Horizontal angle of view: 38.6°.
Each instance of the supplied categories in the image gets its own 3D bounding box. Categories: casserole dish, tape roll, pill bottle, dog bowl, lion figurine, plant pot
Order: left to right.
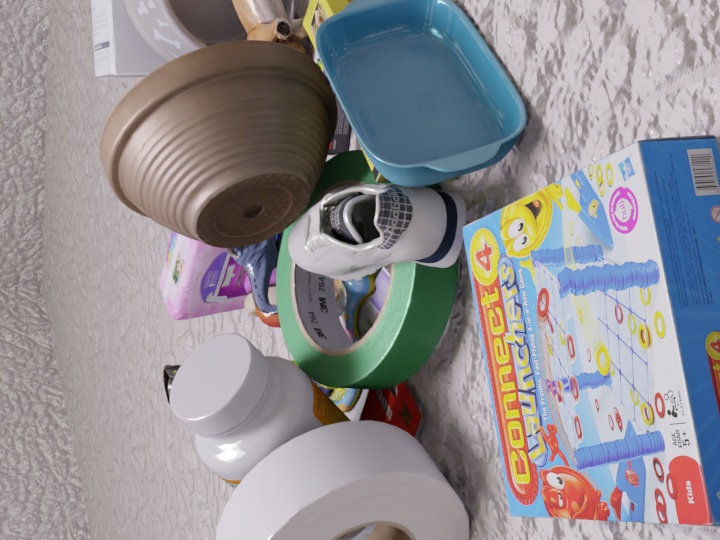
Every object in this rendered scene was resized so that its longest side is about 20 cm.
[{"bbox_3d":[-0.138,-0.299,1.028,0.059,0.199,0.202,17,111,53],"label":"dog bowl"},{"bbox_3d":[-0.103,-0.083,0.838,0.093,0.200,0.201,66,151,27],"label":"plant pot"},{"bbox_3d":[-0.102,-0.257,0.975,0.122,0.072,0.201,-6,103,61],"label":"lion figurine"},{"bbox_3d":[-0.070,0.143,0.873,0.200,0.111,0.111,51,180,-38],"label":"pill bottle"},{"bbox_3d":[-0.013,0.223,0.834,0.071,0.201,0.204,-131,42,-52],"label":"tape roll"},{"bbox_3d":[0.000,0.000,0.877,0.200,0.048,0.202,-12,75,51],"label":"tape roll"},{"bbox_3d":[0.041,-0.131,0.750,0.039,0.120,0.201,85,165,-50],"label":"casserole dish"}]

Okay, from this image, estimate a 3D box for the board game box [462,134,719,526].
[{"bbox_3d":[0.145,0.045,0.612,0.196,0.056,0.201,152,111,-65],"label":"board game box"}]

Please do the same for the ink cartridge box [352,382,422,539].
[{"bbox_3d":[-0.011,0.156,1.004,0.163,0.057,0.201,-119,28,-43],"label":"ink cartridge box"}]

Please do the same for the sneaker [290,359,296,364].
[{"bbox_3d":[-0.089,0.148,1.156,0.200,0.074,0.084,130,133,-71],"label":"sneaker"}]

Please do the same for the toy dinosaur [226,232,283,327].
[{"bbox_3d":[-0.089,-0.031,1.025,0.200,0.104,0.183,135,131,-80],"label":"toy dinosaur"}]

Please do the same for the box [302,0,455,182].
[{"bbox_3d":[0.018,-0.158,0.841,0.050,0.075,0.201,113,145,-44],"label":"box"}]

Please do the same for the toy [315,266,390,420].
[{"bbox_3d":[-0.029,0.074,0.979,0.115,0.047,0.201,48,124,51],"label":"toy"}]

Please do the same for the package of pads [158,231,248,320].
[{"bbox_3d":[-0.165,-0.028,1.228,0.076,0.120,0.200,64,149,28],"label":"package of pads"}]

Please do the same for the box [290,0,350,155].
[{"bbox_3d":[-0.036,-0.225,0.997,0.110,0.034,0.201,-127,39,-50],"label":"box"}]

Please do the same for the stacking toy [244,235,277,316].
[{"bbox_3d":[-0.091,-0.054,1.112,0.085,0.085,0.201,146,120,-63],"label":"stacking toy"}]

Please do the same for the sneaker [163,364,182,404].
[{"bbox_3d":[-0.191,0.157,1.343,0.200,0.106,0.075,177,88,-67],"label":"sneaker"}]

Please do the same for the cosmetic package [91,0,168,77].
[{"bbox_3d":[-0.188,-0.314,1.123,0.123,0.198,0.202,-159,67,-65],"label":"cosmetic package"}]

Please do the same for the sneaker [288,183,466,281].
[{"bbox_3d":[-0.008,-0.035,0.789,0.200,0.080,0.077,-11,78,54],"label":"sneaker"}]
